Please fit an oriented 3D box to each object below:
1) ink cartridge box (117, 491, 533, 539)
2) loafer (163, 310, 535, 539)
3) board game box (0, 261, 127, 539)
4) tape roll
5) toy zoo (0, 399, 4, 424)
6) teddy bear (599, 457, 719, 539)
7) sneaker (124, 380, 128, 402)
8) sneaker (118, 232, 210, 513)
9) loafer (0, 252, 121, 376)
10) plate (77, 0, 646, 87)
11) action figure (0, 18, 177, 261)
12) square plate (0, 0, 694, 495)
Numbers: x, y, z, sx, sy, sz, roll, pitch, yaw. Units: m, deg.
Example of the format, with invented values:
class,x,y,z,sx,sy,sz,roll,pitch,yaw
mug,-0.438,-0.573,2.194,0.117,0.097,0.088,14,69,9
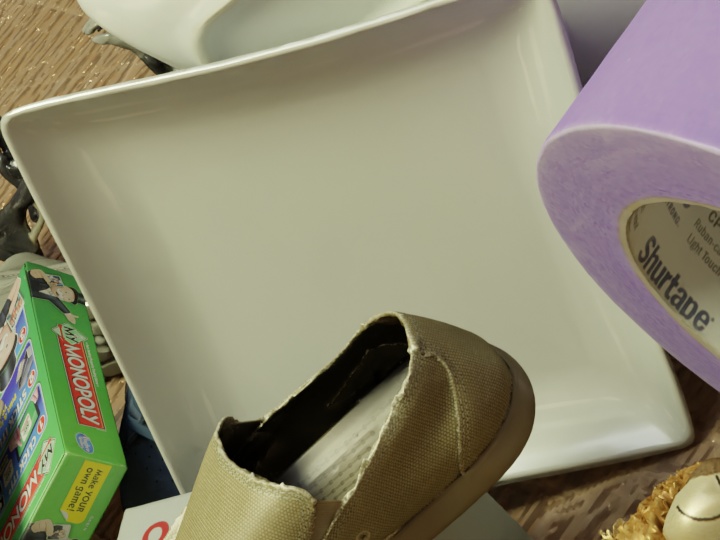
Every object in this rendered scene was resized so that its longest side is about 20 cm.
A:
class,x,y,z,sx,sy,sz,roll,pitch,yaw
ink cartridge box,-0.028,0.170,0.718,0.145,0.083,0.201,-18,43,31
loafer,-0.032,0.086,0.677,0.200,0.067,0.076,-47,37,-6
board game box,-0.161,0.115,0.873,0.200,0.029,0.135,-60,30,24
tape roll,0.158,-0.011,0.623,0.085,0.200,0.200,-53,37,-13
toy zoo,-0.242,0.076,0.772,0.131,0.199,0.021,-89,12,-59
teddy bear,0.136,0.124,0.622,0.145,0.067,0.201,-24,41,21
sneaker,-0.009,0.032,0.845,0.200,0.076,0.105,-34,38,12
sneaker,-0.071,0.014,0.805,0.075,0.084,0.201,16,96,30
loafer,-0.159,0.020,1.005,0.199,0.070,0.070,-17,52,32
plate,0.034,-0.089,0.707,0.200,0.199,0.032,-31,45,39
action figure,-0.121,-0.064,1.028,0.199,0.102,0.119,-16,33,35
square plate,0.000,0.000,0.736,0.197,0.201,0.028,-12,32,16
